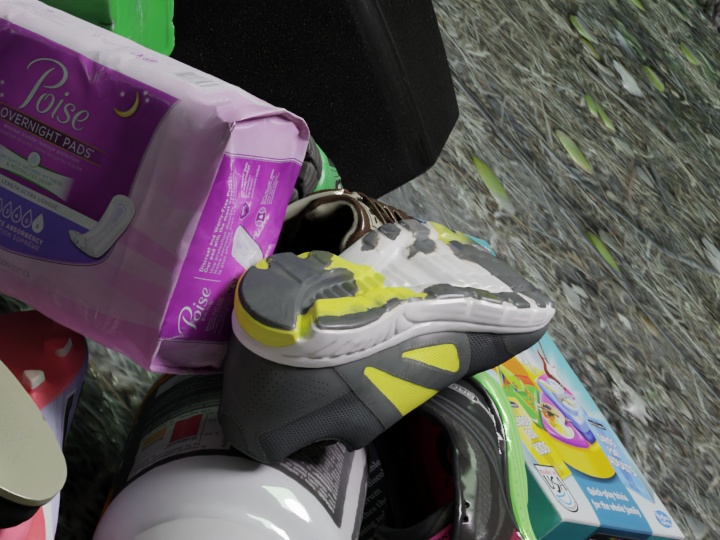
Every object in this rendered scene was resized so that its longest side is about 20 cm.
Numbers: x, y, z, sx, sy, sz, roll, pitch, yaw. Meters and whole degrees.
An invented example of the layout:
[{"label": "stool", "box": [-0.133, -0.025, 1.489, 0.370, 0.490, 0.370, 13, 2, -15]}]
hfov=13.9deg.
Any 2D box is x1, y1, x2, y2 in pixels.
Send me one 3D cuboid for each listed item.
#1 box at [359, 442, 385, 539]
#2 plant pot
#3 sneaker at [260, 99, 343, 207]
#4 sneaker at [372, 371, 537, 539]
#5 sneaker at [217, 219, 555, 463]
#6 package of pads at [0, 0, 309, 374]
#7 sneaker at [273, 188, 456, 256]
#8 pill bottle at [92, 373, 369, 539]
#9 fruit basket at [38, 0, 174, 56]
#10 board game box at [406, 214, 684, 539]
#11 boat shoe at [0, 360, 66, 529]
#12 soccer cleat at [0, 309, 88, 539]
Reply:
[{"label": "box", "box": [0.015, 0.111, 1.510, 0.200, 0.104, 0.148, 45, 18, -12]}, {"label": "plant pot", "box": [-0.048, -0.119, 1.709, 0.178, 0.200, 0.200, 58, 16, -10]}, {"label": "sneaker", "box": [-0.102, -0.025, 1.404, 0.085, 0.200, 0.078, 45, 46, -59]}, {"label": "sneaker", "box": [0.048, 0.137, 1.339, 0.084, 0.077, 0.200, -2, 61, -46]}, {"label": "sneaker", "box": [0.005, 0.033, 1.289, 0.200, 0.085, 0.074, -5, 37, -48]}, {"label": "package of pads", "box": [-0.126, -0.046, 1.271, 0.200, 0.121, 0.076, 25, 10, 30]}, {"label": "sneaker", "box": [0.000, 0.000, 1.351, 0.200, 0.076, 0.070, -12, 56, -46]}, {"label": "pill bottle", "box": [-0.058, 0.118, 1.300, 0.116, 0.116, 0.200, 46, 18, -12]}, {"label": "fruit basket", "box": [-0.183, -0.160, 1.406, 0.200, 0.094, 0.185, 29, -31, 17]}, {"label": "board game box", "box": [0.066, 0.063, 1.482, 0.200, 0.047, 0.151, 57, 19, 23]}, {"label": "boat shoe", "box": [-0.204, 0.038, 1.136, 0.201, 0.063, 0.074, 34, 27, 1]}, {"label": "soccer cleat", "box": [-0.150, 0.085, 1.231, 0.200, 0.067, 0.077, -88, 175, -62]}]
